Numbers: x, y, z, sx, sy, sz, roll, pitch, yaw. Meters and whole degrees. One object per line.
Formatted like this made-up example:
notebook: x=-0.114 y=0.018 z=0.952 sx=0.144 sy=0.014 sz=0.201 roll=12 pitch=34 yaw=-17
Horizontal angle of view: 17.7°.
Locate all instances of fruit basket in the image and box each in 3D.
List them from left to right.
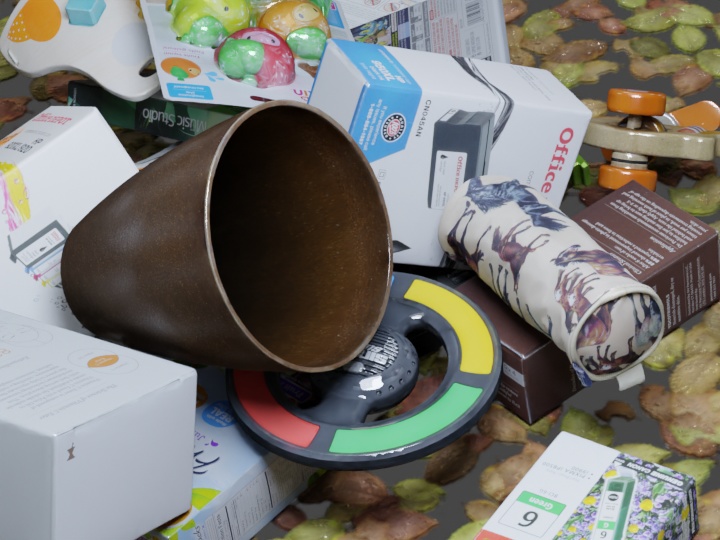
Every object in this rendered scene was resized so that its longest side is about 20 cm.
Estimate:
fruit basket: x=-0.083 y=-0.188 z=1.872 sx=0.184 sy=0.094 sz=0.200 roll=5 pitch=29 yaw=-17

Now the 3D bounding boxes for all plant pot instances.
plant pot: x=-0.111 y=-0.010 z=1.632 sx=0.200 sy=0.187 sz=0.187 roll=-11 pitch=30 yaw=41

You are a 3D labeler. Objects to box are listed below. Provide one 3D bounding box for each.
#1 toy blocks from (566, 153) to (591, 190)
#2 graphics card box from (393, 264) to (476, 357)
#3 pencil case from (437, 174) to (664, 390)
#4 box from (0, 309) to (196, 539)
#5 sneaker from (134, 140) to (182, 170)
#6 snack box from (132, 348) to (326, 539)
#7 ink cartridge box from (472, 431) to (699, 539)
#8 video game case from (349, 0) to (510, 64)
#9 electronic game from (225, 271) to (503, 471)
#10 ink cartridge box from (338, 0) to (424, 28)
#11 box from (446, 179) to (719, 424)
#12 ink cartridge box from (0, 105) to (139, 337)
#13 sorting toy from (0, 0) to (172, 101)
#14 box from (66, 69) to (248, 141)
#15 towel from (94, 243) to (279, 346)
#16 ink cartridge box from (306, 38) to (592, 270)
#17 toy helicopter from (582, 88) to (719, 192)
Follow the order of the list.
toy blocks: x=0.077 y=-0.096 z=1.900 sx=0.136 sy=0.100 sz=0.200 roll=-32 pitch=55 yaw=-13
graphics card box: x=0.000 y=0.000 z=1.829 sx=0.125 sy=0.051 sz=0.200 roll=-26 pitch=41 yaw=-19
pencil case: x=0.133 y=0.004 z=1.650 sx=0.078 sy=0.090 sz=0.200 roll=-18 pitch=36 yaw=-23
box: x=-0.234 y=0.111 z=1.557 sx=0.199 sy=0.107 sz=0.152 roll=16 pitch=22 yaw=30
sneaker: x=-0.168 y=-0.050 z=1.908 sx=0.079 sy=0.079 sz=0.200 roll=21 pitch=46 yaw=42
snack box: x=-0.123 y=0.125 z=1.687 sx=0.168 sy=0.068 sz=0.200 roll=23 pitch=50 yaw=35
ink cartridge box: x=0.132 y=0.200 z=1.544 sx=0.109 sy=0.050 sz=0.200 roll=18 pitch=45 yaw=31
video game case: x=0.035 y=-0.157 z=1.897 sx=0.182 sy=0.023 sz=0.200 roll=-19 pitch=34 yaw=12
electronic game: x=0.002 y=0.069 z=1.648 sx=0.199 sy=0.042 sz=0.200 roll=-4 pitch=40 yaw=3
ink cartridge box: x=-0.002 y=-0.205 z=2.096 sx=0.160 sy=0.047 sz=0.200 roll=22 pitch=45 yaw=35
box: x=0.168 y=0.021 z=1.745 sx=0.200 sy=0.075 sz=0.100 roll=-29 pitch=42 yaw=-24
ink cartridge box: x=-0.260 y=-0.014 z=1.770 sx=0.200 sy=0.145 sz=0.147 roll=-36 pitch=16 yaw=-14
sorting toy: x=-0.178 y=-0.193 z=1.979 sx=0.199 sy=0.107 sz=0.180 roll=-5 pitch=36 yaw=-33
box: x=-0.132 y=-0.139 z=1.991 sx=0.199 sy=0.037 sz=0.144 roll=13 pitch=16 yaw=35
towel: x=-0.138 y=0.002 z=1.790 sx=0.199 sy=0.031 sz=0.149 roll=-25 pitch=16 yaw=18
ink cartridge box: x=0.056 y=-0.083 z=1.740 sx=0.199 sy=0.145 sz=0.084 roll=5 pitch=27 yaw=-29
toy helicopter: x=0.274 y=-0.103 z=1.876 sx=0.199 sy=0.079 sz=0.132 roll=5 pitch=7 yaw=-8
